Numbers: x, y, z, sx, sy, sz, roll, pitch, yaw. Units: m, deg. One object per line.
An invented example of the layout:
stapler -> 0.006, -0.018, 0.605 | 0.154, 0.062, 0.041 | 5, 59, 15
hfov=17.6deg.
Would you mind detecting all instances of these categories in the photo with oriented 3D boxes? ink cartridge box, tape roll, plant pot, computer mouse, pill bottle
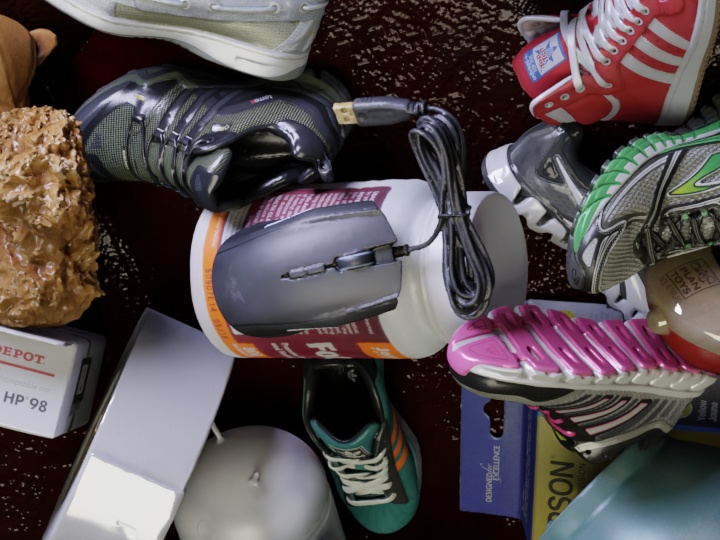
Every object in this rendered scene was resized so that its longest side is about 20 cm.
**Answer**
ink cartridge box -> -0.244, 0.065, 1.569 | 0.115, 0.200, 0.067 | 14, 90, 2
tape roll -> -0.156, 0.130, 1.596 | 0.070, 0.203, 0.203 | 25, 125, -6
plant pot -> 0.199, 0.189, 1.542 | 0.134, 0.200, 0.201 | 46, 124, 11
ink cartridge box -> 0.166, 0.114, 1.620 | 0.198, 0.047, 0.199 | 3, 125, 6
computer mouse -> -0.020, -0.031, 1.421 | 0.199, 0.046, 0.142 | -6, 94, 29
pill bottle -> 0.000, 0.000, 1.505 | 0.199, 0.114, 0.115 | -1, 125, 29

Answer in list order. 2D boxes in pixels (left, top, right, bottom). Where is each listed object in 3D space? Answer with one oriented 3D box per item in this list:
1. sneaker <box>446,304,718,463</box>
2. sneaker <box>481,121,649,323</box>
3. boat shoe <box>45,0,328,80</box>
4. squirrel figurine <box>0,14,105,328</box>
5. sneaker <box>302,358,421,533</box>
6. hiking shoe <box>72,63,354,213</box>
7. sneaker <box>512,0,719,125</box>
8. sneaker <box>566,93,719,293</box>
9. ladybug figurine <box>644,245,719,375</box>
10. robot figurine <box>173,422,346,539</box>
sneaker -> 0.132, 0.077, 1.455 | 0.199, 0.074, 0.088 | 4, 123, -36
sneaker -> 0.177, -0.029, 1.503 | 0.200, 0.067, 0.090 | 41, 122, -10
boat shoe -> -0.121, -0.181, 1.459 | 0.201, 0.075, 0.065 | 20, 120, -8
squirrel figurine -> -0.232, -0.067, 1.502 | 0.199, 0.141, 0.188 | 19, 98, 36
sneaker -> -0.005, 0.116, 1.630 | 0.071, 0.080, 0.201 | -6, 123, 15
hiking shoe -> -0.106, -0.082, 1.503 | 0.198, 0.101, 0.076 | -7, 122, 15
sneaker -> 0.150, -0.149, 1.386 | 0.111, 0.072, 0.201 | -3, 148, -3
sneaker -> 0.205, -0.044, 1.410 | 0.085, 0.199, 0.078 | 45, 156, 30
ladybug figurine -> 0.263, 0.014, 1.464 | 0.199, 0.136, 0.072 | -13, 136, -21
robot figurine -> -0.069, 0.191, 1.664 | 0.169, 0.113, 0.201 | 29, 148, 37
